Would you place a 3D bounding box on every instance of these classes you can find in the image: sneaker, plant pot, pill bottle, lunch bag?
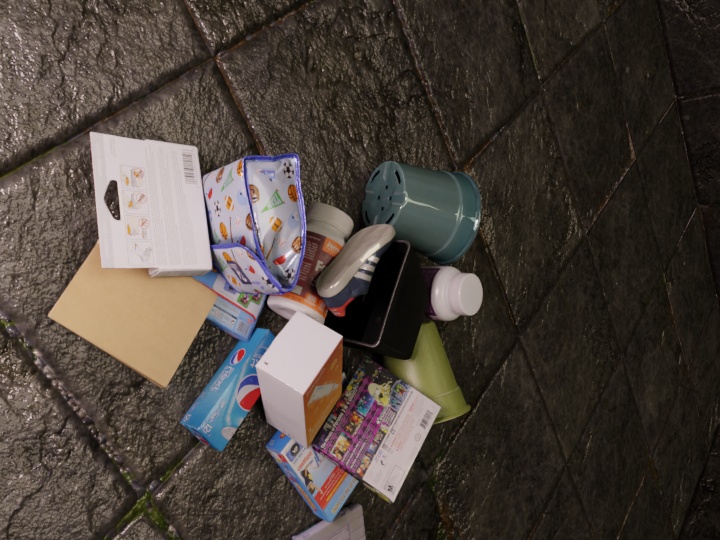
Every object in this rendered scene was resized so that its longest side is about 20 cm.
[{"bbox_3d":[0.000,0.000,1.081,0.200,0.074,0.086,-44,128,-28],"label":"sneaker"},{"bbox_3d":[0.119,-0.132,1.267,0.191,0.198,0.208,12,82,-34],"label":"plant pot"},{"bbox_3d":[0.159,0.048,1.288,0.110,0.196,0.117,-1,91,-42],"label":"pill bottle"},{"bbox_3d":[-0.087,-0.011,1.111,0.113,0.112,0.206,33,69,-38],"label":"pill bottle"},{"bbox_3d":[-0.168,-0.064,0.947,0.121,0.168,0.208,-12,96,-37],"label":"lunch bag"},{"bbox_3d":[0.027,0.068,1.181,0.177,0.195,0.206,39,64,-48],"label":"plant pot"},{"bbox_3d":[0.119,0.214,1.282,0.196,0.197,0.197,-7,82,-42],"label":"plant pot"}]

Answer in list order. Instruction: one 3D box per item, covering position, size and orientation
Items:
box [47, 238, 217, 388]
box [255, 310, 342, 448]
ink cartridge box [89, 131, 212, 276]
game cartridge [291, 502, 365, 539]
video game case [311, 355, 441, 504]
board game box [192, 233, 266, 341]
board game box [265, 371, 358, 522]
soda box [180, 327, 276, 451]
[{"bbox_3d":[-0.335,0.053,0.909,0.198,0.021,0.167,38,65,-23],"label":"box"},{"bbox_3d":[-0.100,0.191,1.042,0.125,0.095,0.203,-53,159,-33],"label":"box"},{"bbox_3d":[-0.317,-0.094,0.908,0.170,0.043,0.207,0,76,-42],"label":"ink cartridge box"},{"bbox_3d":[-0.068,0.559,1.192,0.196,0.038,0.135,-13,96,-43],"label":"game cartridge"},{"bbox_3d":[0.032,0.294,1.133,0.178,0.036,0.202,31,63,6],"label":"video game case"},{"bbox_3d":[-0.217,-0.005,1.039,0.150,0.036,0.205,36,67,-36],"label":"board game box"},{"bbox_3d":[-0.061,0.338,1.179,0.200,0.055,0.199,-47,121,-33],"label":"board game box"},{"bbox_3d":[-0.211,0.197,1.026,0.065,0.067,0.202,51,58,-30],"label":"soda box"}]
